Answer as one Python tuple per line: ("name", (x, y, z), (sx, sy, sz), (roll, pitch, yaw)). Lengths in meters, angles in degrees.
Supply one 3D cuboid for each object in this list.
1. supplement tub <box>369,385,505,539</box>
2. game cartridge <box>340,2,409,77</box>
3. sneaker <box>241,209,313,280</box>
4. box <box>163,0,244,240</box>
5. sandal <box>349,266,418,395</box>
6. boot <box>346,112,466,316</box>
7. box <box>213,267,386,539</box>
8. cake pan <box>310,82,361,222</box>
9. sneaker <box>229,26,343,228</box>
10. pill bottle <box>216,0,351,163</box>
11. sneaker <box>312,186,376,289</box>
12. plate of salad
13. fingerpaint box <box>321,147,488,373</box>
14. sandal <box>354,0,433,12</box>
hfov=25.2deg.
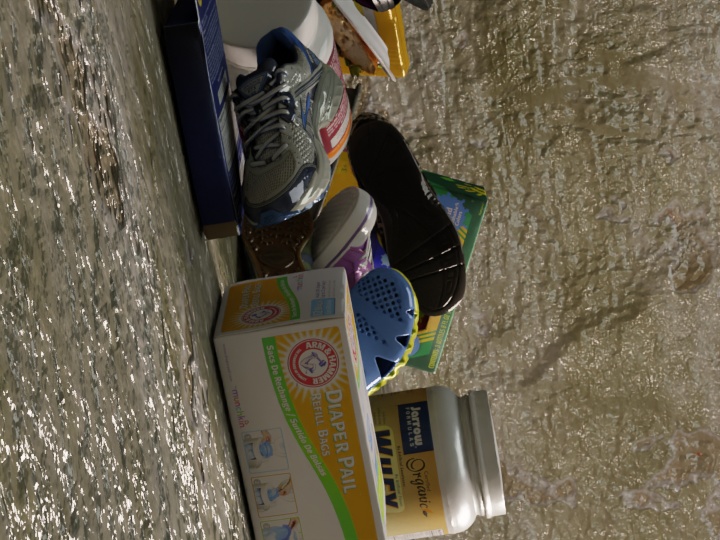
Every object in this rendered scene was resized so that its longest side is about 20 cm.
("supplement tub", (0.035, 0.190, 1.570), (0.144, 0.199, 0.145), (-9, 90, -87))
("game cartridge", (-0.046, -0.290, 1.712), (0.201, 0.175, 0.033), (77, 25, -46))
("sneaker", (-0.074, 0.017, 1.443), (0.201, 0.067, 0.090), (-103, -164, -52))
("box", (-0.119, -0.138, 1.240), (0.121, 0.032, 0.201), (-91, 173, -69))
("sandal", (-0.019, 0.086, 1.448), (0.201, 0.079, 0.087), (-60, 154, 2))
("boot", (0.040, -0.063, 1.582), (0.201, 0.073, 0.151), (62, 2, -14))
("box", (-0.044, 0.113, 1.264), (0.113, 0.101, 0.201), (-91, 171, -71))
("cake pan", (-0.048, -0.103, 1.663), (0.200, 0.037, 0.201), (-161, -90, -86))
("sneaker", (-0.070, -0.115, 1.260), (0.085, 0.077, 0.201), (54, 26, -35))
("pill bottle", (-0.074, -0.178, 1.429), (0.200, 0.114, 0.115), (76, 6, -61))
("sneaker", (0.000, 0.000, 1.520), (0.201, 0.114, 0.073), (125, -17, -53))
("plate of salad", (-0.035, -0.258, 1.586), (0.200, 0.048, 0.200), (50, 4, -5))
("fingerpaint box", (0.029, -0.011, 1.730), (0.073, 0.166, 0.201), (-85, -168, -76))
("sandal", (-0.004, -0.292, 1.578), (0.200, 0.075, 0.048), (25, 92, -49))
